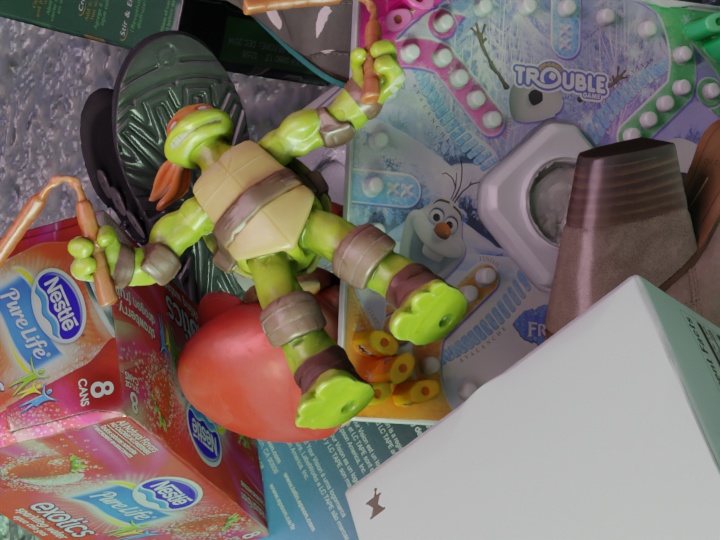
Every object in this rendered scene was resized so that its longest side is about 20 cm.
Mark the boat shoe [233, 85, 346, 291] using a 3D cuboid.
[{"bbox_3d":[0.015,-0.065,1.013,0.201,0.070,0.072,-50,25,-16],"label":"boat shoe"}]

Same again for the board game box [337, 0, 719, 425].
[{"bbox_3d":[0.090,-0.029,0.907,0.026,0.200,0.200,167,107,-68],"label":"board game box"}]

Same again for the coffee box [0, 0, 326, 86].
[{"bbox_3d":[-0.122,-0.147,1.177,0.200,0.123,0.044,19,99,42],"label":"coffee box"}]

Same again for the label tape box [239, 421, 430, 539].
[{"bbox_3d":[0.018,0.064,1.041,0.200,0.063,0.144,-37,58,14],"label":"label tape box"}]

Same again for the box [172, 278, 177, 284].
[{"bbox_3d":[-0.203,0.033,1.227,0.200,0.117,0.048,-8,77,43],"label":"box"}]

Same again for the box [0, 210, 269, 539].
[{"bbox_3d":[-0.119,0.063,0.956,0.095,0.200,0.100,-14,65,10],"label":"box"}]

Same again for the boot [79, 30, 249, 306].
[{"bbox_3d":[-0.107,-0.066,1.102,0.200,0.066,0.165,-131,27,-65],"label":"boot"}]

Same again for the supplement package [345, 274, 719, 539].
[{"bbox_3d":[0.128,0.132,0.790,0.152,0.200,0.151,-39,47,23],"label":"supplement package"}]

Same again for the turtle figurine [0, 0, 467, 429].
[{"bbox_3d":[-0.043,-0.012,0.846,0.200,0.064,0.161,-35,64,-8],"label":"turtle figurine"}]

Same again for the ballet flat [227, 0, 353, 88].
[{"bbox_3d":[-0.047,-0.154,1.029,0.200,0.067,0.064,34,120,36],"label":"ballet flat"}]

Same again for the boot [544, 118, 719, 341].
[{"bbox_3d":[0.170,0.009,0.877,0.070,0.200,0.146,-137,37,-74],"label":"boot"}]

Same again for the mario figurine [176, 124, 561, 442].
[{"bbox_3d":[0.000,0.000,0.941,0.123,0.200,0.106,57,162,5],"label":"mario figurine"}]
